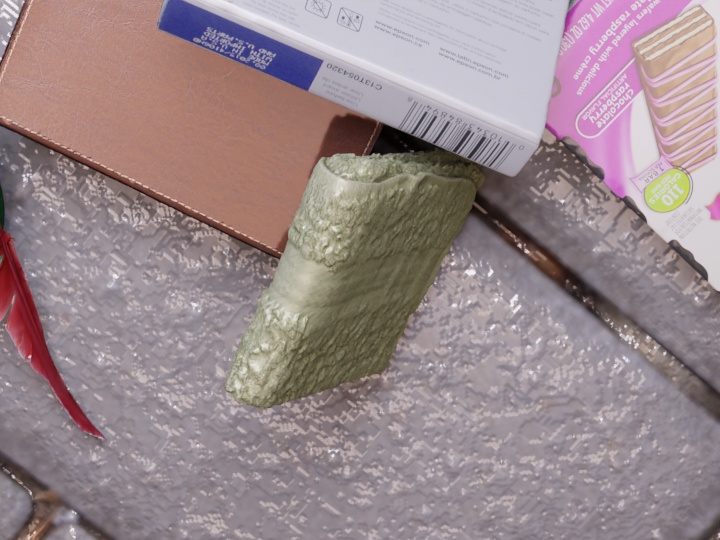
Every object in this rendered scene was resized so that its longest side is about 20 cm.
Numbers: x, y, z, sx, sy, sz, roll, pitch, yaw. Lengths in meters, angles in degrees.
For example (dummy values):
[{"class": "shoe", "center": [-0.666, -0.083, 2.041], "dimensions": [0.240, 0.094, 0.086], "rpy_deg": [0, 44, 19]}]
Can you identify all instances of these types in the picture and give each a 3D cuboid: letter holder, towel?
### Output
[{"class": "letter holder", "center": [-0.082, -0.115, 0.827], "dimensions": [0.198, 0.101, 0.143], "rpy_deg": [25, 106, -5]}, {"class": "towel", "center": [0.000, 0.000, 0.813], "dimensions": [0.036, 0.200, 0.150], "rpy_deg": [31, 107, 17]}]

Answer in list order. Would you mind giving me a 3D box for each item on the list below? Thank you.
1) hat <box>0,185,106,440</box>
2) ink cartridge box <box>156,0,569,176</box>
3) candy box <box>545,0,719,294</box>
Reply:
[{"class": "hat", "center": [-0.222, -0.031, 0.900], "dimensions": [0.165, 0.175, 0.201], "rpy_deg": [37, 107, 36]}, {"class": "ink cartridge box", "center": [0.015, -0.167, 0.771], "dimensions": [0.194, 0.202, 0.043], "rpy_deg": [22, 145, -9]}, {"class": "candy box", "center": [0.193, -0.090, 0.835], "dimensions": [0.200, 0.061, 0.136], "rpy_deg": [41, 106, -10]}]
